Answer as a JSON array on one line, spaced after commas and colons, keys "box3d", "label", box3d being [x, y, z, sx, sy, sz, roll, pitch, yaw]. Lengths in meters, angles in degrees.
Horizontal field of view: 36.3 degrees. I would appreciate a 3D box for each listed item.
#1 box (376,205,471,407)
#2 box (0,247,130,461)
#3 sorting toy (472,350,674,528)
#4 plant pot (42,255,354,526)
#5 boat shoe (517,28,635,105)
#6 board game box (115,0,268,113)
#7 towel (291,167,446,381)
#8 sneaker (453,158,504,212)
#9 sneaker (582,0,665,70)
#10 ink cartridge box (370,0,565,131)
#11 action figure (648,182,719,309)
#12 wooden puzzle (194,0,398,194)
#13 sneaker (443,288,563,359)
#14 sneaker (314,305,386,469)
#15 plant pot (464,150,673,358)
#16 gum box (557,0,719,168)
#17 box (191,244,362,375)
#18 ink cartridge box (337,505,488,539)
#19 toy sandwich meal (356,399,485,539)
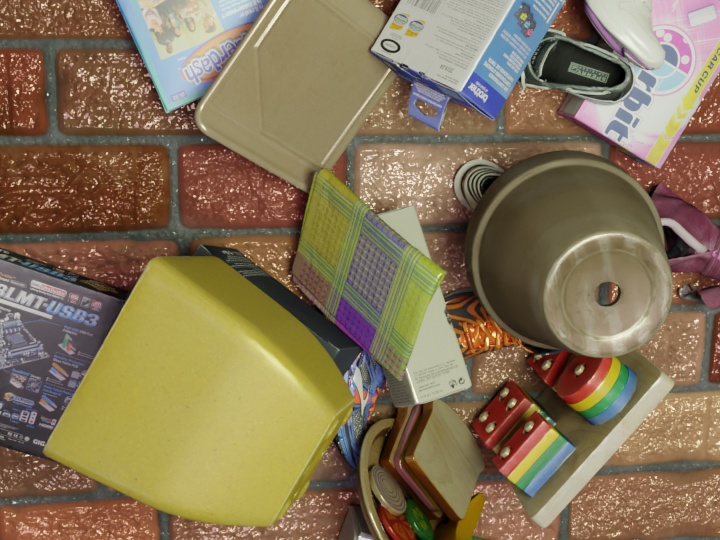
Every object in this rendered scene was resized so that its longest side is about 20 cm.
[{"box3d": [0.046, 0.040, 1.155, 0.068, 0.082, 0.200, -16, 86, -17], "label": "box"}, {"box3d": [-0.370, 0.085, 1.158, 0.200, 0.050, 0.199, 19, 99, -12], "label": "box"}, {"box3d": [0.213, 0.145, 1.179, 0.070, 0.200, 0.199, 40, 95, -11], "label": "sorting toy"}, {"box3d": [-0.121, 0.120, 0.985, 0.200, 0.196, 0.194, 31, 95, 8], "label": "plant pot"}, {"box3d": [0.180, -0.216, 1.119, 0.199, 0.068, 0.074, 24, 98, 15], "label": "boat shoe"}, {"box3d": [-0.167, -0.280, 1.101, 0.152, 0.045, 0.200, -23, 105, -3], "label": "board game box"}, {"box3d": [0.000, 0.000, 1.111, 0.023, 0.200, 0.144, -14, 133, -40], "label": "towel"}, {"box3d": [0.194, -0.042, 1.173, 0.200, 0.115, 0.076, 32, 97, -14], "label": "sneaker"}, {"box3d": [0.263, -0.295, 1.096, 0.100, 0.075, 0.200, -30, 73, 20], "label": "sneaker"}, {"box3d": [0.104, -0.241, 1.090, 0.076, 0.136, 0.200, 29, 94, -49], "label": "ink cartridge box"}, {"box3d": [0.389, -0.027, 1.197, 0.200, 0.149, 0.134, 19, 94, 2], "label": "action figure"}, {"box3d": [-0.056, -0.195, 1.110, 0.185, 0.037, 0.200, 28, 97, -46], "label": "wooden puzzle"}, {"box3d": [0.150, 0.060, 1.193, 0.200, 0.112, 0.078, -22, 105, -1], "label": "sneaker"}, {"box3d": [-0.002, 0.127, 1.210, 0.078, 0.075, 0.200, -7, 106, -10], "label": "sneaker"}, {"box3d": [0.210, -0.002, 1.035, 0.200, 0.174, 0.200, -1, 105, -5], "label": "plant pot"}, {"box3d": [0.316, -0.225, 1.172, 0.113, 0.066, 0.200, 28, 98, -12], "label": "gum box"}, {"box3d": [-0.133, 0.107, 1.134, 0.182, 0.104, 0.200, 37, 97, 13], "label": "box"}, {"box3d": [0.060, 0.371, 1.270, 0.200, 0.084, 0.146, 18, 100, -12], "label": "ink cartridge box"}, {"box3d": [0.074, 0.237, 1.187, 0.070, 0.205, 0.205, -28, 108, 28], "label": "toy sandwich meal"}]
